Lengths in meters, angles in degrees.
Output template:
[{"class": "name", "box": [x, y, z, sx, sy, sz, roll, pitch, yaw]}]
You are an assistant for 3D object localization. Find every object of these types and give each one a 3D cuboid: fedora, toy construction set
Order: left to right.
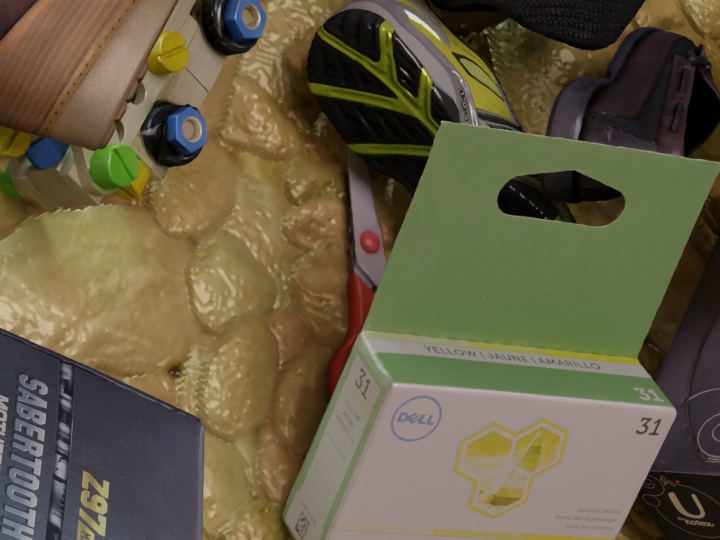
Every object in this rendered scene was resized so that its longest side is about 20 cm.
[{"class": "toy construction set", "box": [-0.105, -0.108, 1.115, 0.131, 0.092, 0.200, 45, 71, -34]}, {"class": "fedora", "box": [0.084, -0.154, 1.227, 0.200, 0.201, 0.092, 11, 100, -28]}]

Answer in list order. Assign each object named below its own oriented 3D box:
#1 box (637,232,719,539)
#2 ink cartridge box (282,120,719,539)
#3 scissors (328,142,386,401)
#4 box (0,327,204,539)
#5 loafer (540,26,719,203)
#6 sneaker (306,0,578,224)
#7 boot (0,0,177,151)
[{"class": "box", "box": [0.226, 0.047, 1.231, 0.115, 0.132, 0.200, 53, 51, -38]}, {"class": "ink cartridge box", "box": [0.067, 0.042, 1.130, 0.145, 0.200, 0.048, 7, 31, -29]}, {"class": "scissors", "box": [0.000, 0.000, 1.200, 0.073, 0.014, 0.200, -13, 82, -34]}, {"class": "box", "box": [-0.138, 0.108, 1.011, 0.158, 0.051, 0.200, 27, 36, -22]}, {"class": "loafer", "box": [0.137, -0.065, 1.226, 0.200, 0.063, 0.072, -34, 133, -65]}, {"class": "sneaker", "box": [0.058, -0.045, 1.216, 0.200, 0.075, 0.076, 58, 35, -13]}, {"class": "boot", "box": [-0.131, -0.161, 1.024, 0.166, 0.072, 0.200, 28, 80, -6]}]
